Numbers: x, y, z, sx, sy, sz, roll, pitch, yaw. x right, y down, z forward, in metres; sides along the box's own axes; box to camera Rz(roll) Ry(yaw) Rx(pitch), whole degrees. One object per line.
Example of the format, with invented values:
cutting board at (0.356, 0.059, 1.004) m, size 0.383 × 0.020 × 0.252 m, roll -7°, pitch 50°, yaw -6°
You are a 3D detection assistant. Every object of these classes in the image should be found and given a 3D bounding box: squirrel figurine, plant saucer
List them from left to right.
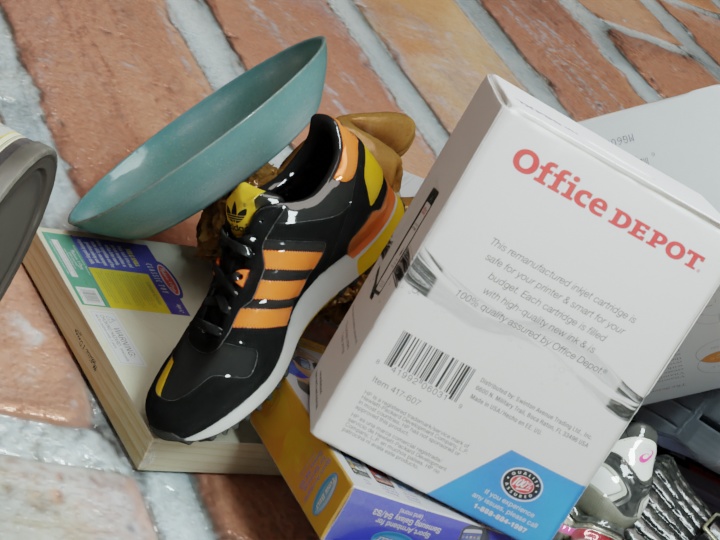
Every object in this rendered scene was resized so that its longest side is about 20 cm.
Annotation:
plant saucer at (-0.095, -0.077, 1.095) m, size 0.036 × 0.199 × 0.200 m, roll 55°, pitch 21°, yaw -14°
squirrel figurine at (0.000, 0.000, 1.109) m, size 0.199 × 0.142 × 0.187 m, roll 3°, pitch 34°, yaw -43°

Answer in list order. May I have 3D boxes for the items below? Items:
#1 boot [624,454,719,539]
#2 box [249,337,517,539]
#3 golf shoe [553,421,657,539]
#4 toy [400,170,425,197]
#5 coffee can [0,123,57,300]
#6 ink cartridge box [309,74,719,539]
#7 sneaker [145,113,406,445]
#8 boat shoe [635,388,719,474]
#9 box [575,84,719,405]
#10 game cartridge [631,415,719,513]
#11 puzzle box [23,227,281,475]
boot at (0.235, 0.182, 1.089) m, size 0.158 × 0.080 × 0.210 m, roll 42°, pitch 31°, yaw 25°
box at (0.006, 0.105, 0.957) m, size 0.118 × 0.042 × 0.200 m, roll 21°, pitch 16°, yaw -33°
golf shoe at (0.106, 0.104, 1.044) m, size 0.072 × 0.093 × 0.200 m, roll 30°, pitch -3°, yaw -36°
toy at (0.055, -0.012, 1.277) m, size 0.199 × 0.048 × 0.115 m, roll 26°, pitch 45°, yaw 27°
coffee can at (-0.279, -0.047, 0.900) m, size 0.199 × 0.147 × 0.147 m, roll 29°, pitch 25°, yaw 0°
ink cartridge box at (0.082, 0.022, 0.908) m, size 0.145 × 0.201 × 0.084 m, roll 28°, pitch 15°, yaw -11°
sneaker at (-0.061, 0.000, 0.950) m, size 0.070 × 0.200 × 0.090 m, roll 17°, pitch -31°, yaw 46°
boat shoe at (0.239, 0.107, 1.159) m, size 0.062 × 0.072 × 0.200 m, roll 40°, pitch 6°, yaw -14°
box at (0.166, -0.002, 1.056) m, size 0.200 × 0.151 × 0.107 m, roll 62°, pitch 16°, yaw -61°
game cartridge at (0.197, 0.141, 1.192) m, size 0.199 × 0.039 × 0.130 m, roll 26°, pitch 29°, yaw -7°
puzzle box at (-0.112, 0.047, 1.046) m, size 0.132 × 0.026 × 0.200 m, roll 7°, pitch 33°, yaw -38°
